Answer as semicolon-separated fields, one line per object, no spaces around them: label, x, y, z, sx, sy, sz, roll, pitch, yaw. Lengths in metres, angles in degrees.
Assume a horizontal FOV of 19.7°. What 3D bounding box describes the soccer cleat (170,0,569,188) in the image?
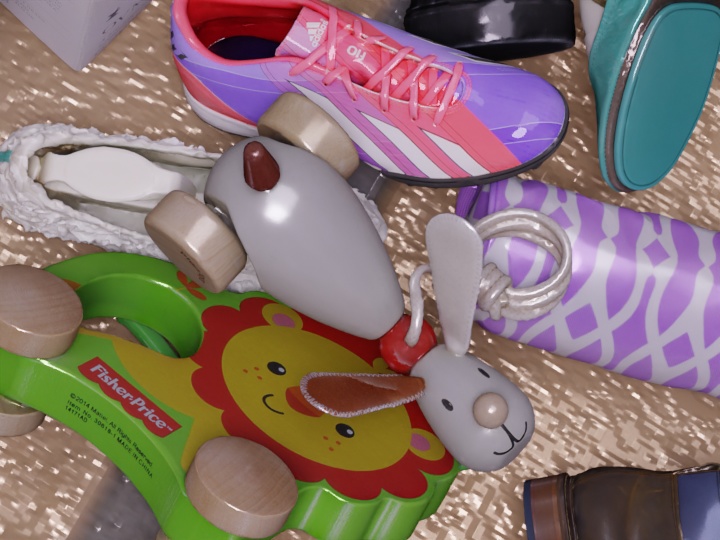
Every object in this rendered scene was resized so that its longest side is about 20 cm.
soccer cleat;0.000;-0.091;0.979;0.198;0.073;0.069;13;63;20

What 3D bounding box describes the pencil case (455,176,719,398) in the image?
pencil case;0.136;0.008;1.023;0.198;0.086;0.085;18;113;-7

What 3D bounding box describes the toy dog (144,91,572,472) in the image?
toy dog;0.000;0.000;0.913;0.198;0.096;0.133;23;79;1

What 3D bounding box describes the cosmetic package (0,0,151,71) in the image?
cosmetic package;-0.098;-0.226;0.962;0.123;0.200;0.200;42;73;0

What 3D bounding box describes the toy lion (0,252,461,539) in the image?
toy lion;-0.057;0.057;0.940;0.199;0.069;0.191;37;33;16

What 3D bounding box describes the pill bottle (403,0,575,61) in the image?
pill bottle;0.057;-0.208;1.029;0.111;0.112;0.202;-4;90;-12

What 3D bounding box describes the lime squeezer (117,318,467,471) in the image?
lime squeezer;-0.033;0.083;0.997;0.198;0.038;0.071;21;42;-6

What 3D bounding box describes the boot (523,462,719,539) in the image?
boot;0.142;0.186;0.968;0.096;0.075;0.202;-15;78;12

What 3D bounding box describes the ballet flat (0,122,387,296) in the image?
ballet flat;-0.080;-0.029;0.992;0.198;0.072;0.072;10;75;-10

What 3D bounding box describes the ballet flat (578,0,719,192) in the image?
ballet flat;0.143;-0.140;0.993;0.067;0.070;0.202;0;113;-40
